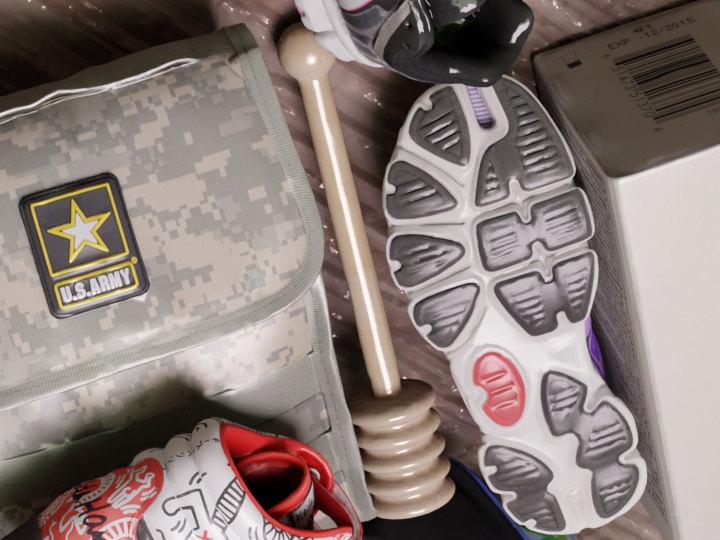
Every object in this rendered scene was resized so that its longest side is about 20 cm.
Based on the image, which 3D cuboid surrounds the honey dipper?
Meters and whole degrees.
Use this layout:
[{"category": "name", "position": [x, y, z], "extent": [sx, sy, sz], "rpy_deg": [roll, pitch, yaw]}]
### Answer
[{"category": "honey dipper", "position": [0.000, 0.000, 1.016], "extent": [0.038, 0.038, 0.201], "rpy_deg": [-16, 110, -9]}]

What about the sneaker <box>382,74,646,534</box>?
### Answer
[{"category": "sneaker", "position": [0.056, 0.010, 1.045], "extent": [0.080, 0.083, 0.201], "rpy_deg": [-15, 116, 1]}]

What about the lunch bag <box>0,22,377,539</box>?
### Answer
[{"category": "lunch bag", "position": [-0.095, 0.018, 0.972], "extent": [0.163, 0.118, 0.201], "rpy_deg": [-18, 125, -9]}]

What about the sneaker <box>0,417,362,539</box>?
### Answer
[{"category": "sneaker", "position": [-0.034, 0.129, 0.962], "extent": [0.108, 0.067, 0.201], "rpy_deg": [-33, 133, 11]}]

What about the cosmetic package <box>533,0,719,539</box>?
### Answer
[{"category": "cosmetic package", "position": [0.138, 0.005, 1.053], "extent": [0.087, 0.103, 0.200], "rpy_deg": [-18, 127, -6]}]

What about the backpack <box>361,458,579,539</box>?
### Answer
[{"category": "backpack", "position": [0.038, 0.202, 1.100], "extent": [0.147, 0.183, 0.200], "rpy_deg": [-10, 133, -37]}]

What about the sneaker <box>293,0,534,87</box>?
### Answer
[{"category": "sneaker", "position": [0.008, -0.125, 0.897], "extent": [0.074, 0.087, 0.200], "rpy_deg": [-57, 149, -16]}]
